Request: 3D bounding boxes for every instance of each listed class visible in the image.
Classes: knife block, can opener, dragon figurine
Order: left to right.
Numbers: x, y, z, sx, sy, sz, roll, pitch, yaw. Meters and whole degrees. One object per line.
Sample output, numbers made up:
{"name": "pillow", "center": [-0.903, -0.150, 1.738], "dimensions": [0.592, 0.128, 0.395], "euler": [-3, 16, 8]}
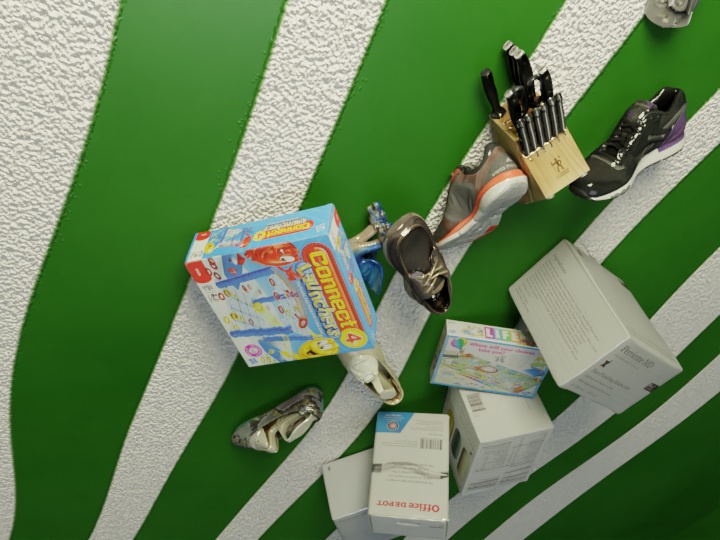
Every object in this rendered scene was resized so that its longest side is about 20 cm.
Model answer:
{"name": "dragon figurine", "center": [0.000, 0.000, 0.837], "dimensions": [0.096, 0.060, 0.204], "euler": [-8, 134, -12]}
{"name": "knife block", "center": [0.201, -0.178, 0.741], "dimensions": [0.063, 0.200, 0.179], "euler": [-30, 91, 4]}
{"name": "can opener", "center": [0.354, -0.361, 0.631], "dimensions": [0.066, 0.053, 0.204], "euler": [-39, 143, -28]}

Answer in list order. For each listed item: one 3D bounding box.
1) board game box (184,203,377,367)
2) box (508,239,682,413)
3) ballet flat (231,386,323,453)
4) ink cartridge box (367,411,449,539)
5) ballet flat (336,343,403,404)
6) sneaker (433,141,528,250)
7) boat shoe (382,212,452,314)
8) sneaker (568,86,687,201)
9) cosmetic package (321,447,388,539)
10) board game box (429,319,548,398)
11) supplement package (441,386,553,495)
{"name": "board game box", "center": [-0.095, 0.029, 0.776], "dimensions": [0.189, 0.057, 0.203], "euler": [-10, 130, 16]}
{"name": "box", "center": [0.373, 0.092, 0.960], "dimensions": [0.196, 0.204, 0.131], "euler": [25, 123, -36]}
{"name": "ballet flat", "center": [-0.146, 0.277, 1.050], "dimensions": [0.197, 0.073, 0.072], "euler": [-32, 136, 13]}
{"name": "ink cartridge box", "center": [0.094, 0.376, 1.110], "dimensions": [0.140, 0.204, 0.085], "euler": [1, 137, 8]}
{"name": "ballet flat", "center": [0.019, 0.169, 1.006], "dimensions": [0.068, 0.071, 0.201], "euler": [-29, 135, 11]}
{"name": "sneaker", "center": [0.148, -0.097, 0.797], "dimensions": [0.075, 0.084, 0.200], "euler": [-12, 160, -29]}
{"name": "boat shoe", "center": [0.089, -0.004, 0.802], "dimensions": [0.074, 0.073, 0.201], "euler": [-44, 148, -4]}
{"name": "sneaker", "center": [0.343, -0.171, 0.773], "dimensions": [0.197, 0.075, 0.089], "euler": [-34, 134, -18]}
{"name": "cosmetic package", "center": [0.037, 0.483, 1.281], "dimensions": [0.193, 0.125, 0.203], "euler": [-18, 135, -2]}
{"name": "board game box", "center": [0.230, 0.158, 1.051], "dimensions": [0.193, 0.035, 0.137], "euler": [9, 132, -3]}
{"name": "supplement package", "center": [0.253, 0.305, 1.160], "dimensions": [0.145, 0.154, 0.204], "euler": [-8, 136, -11]}
